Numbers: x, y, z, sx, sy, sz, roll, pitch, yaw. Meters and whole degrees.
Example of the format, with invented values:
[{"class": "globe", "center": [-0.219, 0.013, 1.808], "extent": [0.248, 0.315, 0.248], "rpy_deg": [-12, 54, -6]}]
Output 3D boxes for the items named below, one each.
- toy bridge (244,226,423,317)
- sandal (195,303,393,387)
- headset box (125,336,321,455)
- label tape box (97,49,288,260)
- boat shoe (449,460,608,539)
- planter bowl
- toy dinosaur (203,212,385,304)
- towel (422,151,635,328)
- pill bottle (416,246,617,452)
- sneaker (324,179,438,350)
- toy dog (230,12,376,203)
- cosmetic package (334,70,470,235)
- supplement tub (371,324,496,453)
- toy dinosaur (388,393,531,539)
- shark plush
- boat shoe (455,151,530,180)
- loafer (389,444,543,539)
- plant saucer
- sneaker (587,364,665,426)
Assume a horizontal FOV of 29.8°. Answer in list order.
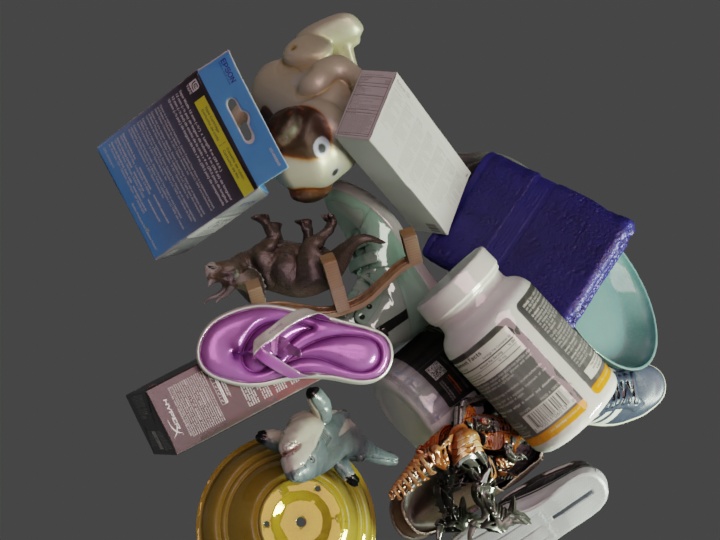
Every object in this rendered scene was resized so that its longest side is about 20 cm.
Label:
[{"class": "toy bridge", "center": [-0.028, 0.015, 1.458], "extent": [0.199, 0.027, 0.068], "rpy_deg": [-19, 116, -5]}, {"class": "sandal", "center": [-0.061, 0.072, 1.336], "extent": [0.201, 0.050, 0.083], "rpy_deg": [1, 82, -17]}, {"class": "headset box", "center": [-0.132, 0.115, 1.412], "extent": [0.199, 0.149, 0.078], "rpy_deg": [-28, 92, -18]}, {"class": "label tape box", "center": [-0.169, -0.123, 1.446], "extent": [0.199, 0.066, 0.144], "rpy_deg": [-31, 83, 25]}, {"class": "boat shoe", "center": [0.183, 0.278, 1.502], "extent": [0.199, 0.071, 0.072], "rpy_deg": [-27, 98, 1]}, {"class": "planter bowl", "center": [-0.070, 0.268, 1.429], "extent": [0.199, 0.083, 0.202], "rpy_deg": [3, 75, -13]}, {"class": "toy dinosaur", "center": [-0.072, -0.009, 1.496], "extent": [0.198, 0.077, 0.103], "rpy_deg": [0, 80, -1]}, {"class": "towel", "center": [0.185, -0.031, 1.483], "extent": [0.199, 0.050, 0.148], "rpy_deg": [29, 80, 30]}, {"class": "pill bottle", "center": [0.158, 0.079, 1.387], "extent": [0.116, 0.116, 0.200], "rpy_deg": [-44, 92, -20]}, {"class": "sneaker", "center": [0.000, 0.000, 1.514], "extent": [0.118, 0.074, 0.201], "rpy_deg": [-38, 90, -25]}, {"class": "toy dog", "center": [-0.056, -0.169, 1.472], "extent": [0.192, 0.140, 0.201], "rpy_deg": [-7, 37, 1]}, {"class": "cosmetic package", "center": [0.048, -0.123, 1.438], "extent": [0.050, 0.200, 0.083], "rpy_deg": [11, 68, 34]}, {"class": "supplement tub", "center": [0.120, 0.102, 1.498], "extent": [0.200, 0.123, 0.123], "rpy_deg": [-39, 88, -19]}, {"class": "toy dinosaur", "center": [0.106, 0.204, 1.402], "extent": [0.199, 0.102, 0.137], "rpy_deg": [-13, 92, -19]}, {"class": "shark plush", "center": [-0.031, 0.198, 1.429], "extent": [0.091, 0.200, 0.084], "rpy_deg": [-35, 60, 10]}, {"class": "boat shoe", "center": [0.119, -0.101, 1.582], "extent": [0.201, 0.065, 0.075], "rpy_deg": [9, 84, -15]}, {"class": "loafer", "center": [0.120, 0.227, 1.494], "extent": [0.199, 0.071, 0.073], "rpy_deg": [-31, 86, -19]}, {"class": "plant saucer", "center": [0.267, 0.030, 1.560], "extent": [0.199, 0.036, 0.201], "rpy_deg": [29, 45, -33]}, {"class": "sneaker", "center": [0.270, 0.142, 1.547], "extent": [0.199, 0.085, 0.075], "rpy_deg": [-9, 79, -17]}]
